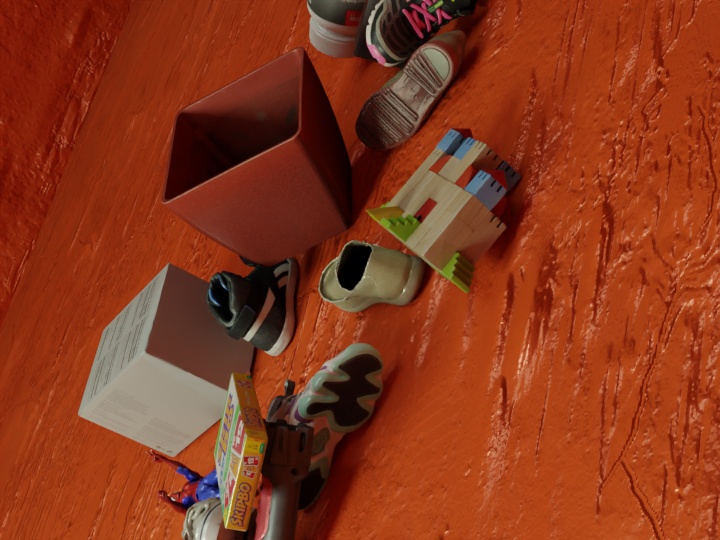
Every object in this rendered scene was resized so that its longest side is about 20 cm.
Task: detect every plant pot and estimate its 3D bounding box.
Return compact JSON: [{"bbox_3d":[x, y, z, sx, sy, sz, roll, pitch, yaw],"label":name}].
[{"bbox_3d":[-0.112,-0.125,1.587,0.200,0.176,0.200,-24,37,19],"label":"plant pot"}]

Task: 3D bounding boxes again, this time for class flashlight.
[{"bbox_3d":[-0.095,0.250,1.257,0.068,0.067,0.201,-174,89,-69],"label":"flashlight"}]

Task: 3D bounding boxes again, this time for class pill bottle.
[{"bbox_3d":[-0.014,-0.400,1.729,0.114,0.113,0.200,-88,5,-46],"label":"pill bottle"}]

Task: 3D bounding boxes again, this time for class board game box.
[{"bbox_3d":[-0.122,0.174,1.261,0.200,0.030,0.096,-119,41,-75],"label":"board game box"}]

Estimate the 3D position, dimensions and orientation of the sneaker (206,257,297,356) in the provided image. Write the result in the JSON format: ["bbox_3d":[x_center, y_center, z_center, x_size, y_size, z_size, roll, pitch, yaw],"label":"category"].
[{"bbox_3d":[-0.144,0.016,1.629,0.073,0.112,0.200,-50,26,24],"label":"sneaker"}]

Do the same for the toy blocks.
[{"bbox_3d":[0.097,-0.071,1.263,0.137,0.100,0.200,-50,23,1],"label":"toy blocks"}]

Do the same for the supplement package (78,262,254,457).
[{"bbox_3d":[-0.255,0.124,1.695,0.200,0.151,0.151,-40,31,42],"label":"supplement package"}]

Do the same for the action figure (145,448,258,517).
[{"bbox_3d":[-0.204,0.253,1.523,0.200,0.099,0.065,-34,35,53],"label":"action figure"}]

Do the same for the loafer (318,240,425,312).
[{"bbox_3d":[0.000,0.000,1.399,0.200,0.068,0.076,-10,56,62],"label":"loafer"}]

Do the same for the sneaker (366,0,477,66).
[{"bbox_3d":[0.086,-0.320,1.512,0.200,0.074,0.087,-44,18,-30],"label":"sneaker"}]

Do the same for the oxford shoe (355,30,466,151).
[{"bbox_3d":[0.067,-0.215,1.526,0.200,0.070,0.075,-39,6,46],"label":"oxford shoe"}]

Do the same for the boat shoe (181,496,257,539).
[{"bbox_3d":[-0.155,0.270,1.321,0.200,0.065,0.072,44,-123,-83],"label":"boat shoe"}]

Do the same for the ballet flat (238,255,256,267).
[{"bbox_3d":[-0.111,-0.092,1.738,0.201,0.073,0.073,-65,22,9],"label":"ballet flat"}]

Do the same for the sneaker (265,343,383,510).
[{"bbox_3d":[-0.054,0.142,1.346,0.200,0.078,0.140,-57,24,12],"label":"sneaker"}]

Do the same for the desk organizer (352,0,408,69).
[{"bbox_3d":[0.050,-0.372,1.620,0.077,0.071,0.201,-93,18,-64],"label":"desk organizer"}]
